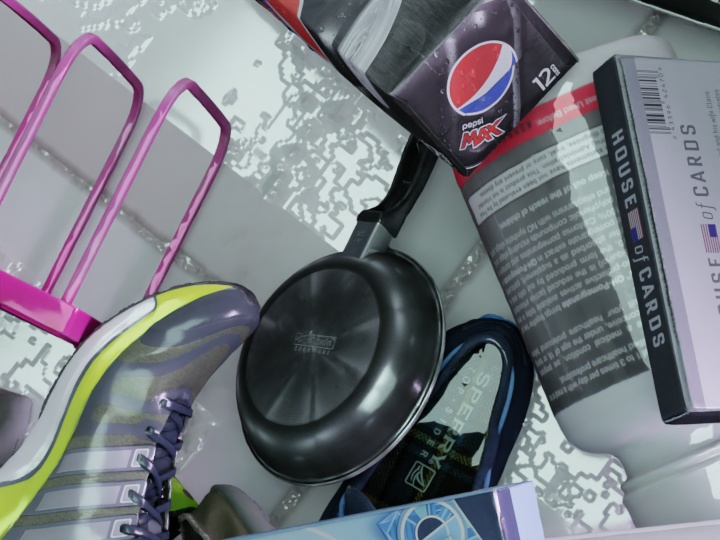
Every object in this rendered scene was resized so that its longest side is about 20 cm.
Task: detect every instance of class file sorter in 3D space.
[{"bbox_3d":[-0.174,-0.059,0.942,0.199,0.139,0.126,25,84,9],"label":"file sorter"}]

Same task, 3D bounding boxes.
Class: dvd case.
[{"bbox_3d":[0.195,-0.013,0.880,0.199,0.025,0.151,0,71,-29],"label":"dvd case"}]

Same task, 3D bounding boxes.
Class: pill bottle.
[{"bbox_3d":[0.121,0.011,0.910,0.110,0.111,0.201,-23,81,4],"label":"pill bottle"}]

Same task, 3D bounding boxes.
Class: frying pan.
[{"bbox_3d":[0.009,0.008,0.937,0.190,0.031,0.115,-55,44,2],"label":"frying pan"}]

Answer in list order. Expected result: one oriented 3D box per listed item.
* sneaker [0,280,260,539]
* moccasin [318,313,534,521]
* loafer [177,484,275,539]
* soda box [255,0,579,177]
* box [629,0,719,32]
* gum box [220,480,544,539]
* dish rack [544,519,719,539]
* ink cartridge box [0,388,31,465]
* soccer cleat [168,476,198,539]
[{"bbox_3d":[-0.102,0.092,0.892,0.081,0.074,0.200,40,95,22],"label":"sneaker"},{"bbox_3d":[0.013,0.109,0.933,0.080,0.068,0.201,21,89,8],"label":"moccasin"},{"bbox_3d":[-0.052,0.184,0.874,0.069,0.075,0.201,-10,64,-9],"label":"loafer"},{"bbox_3d":[0.002,-0.122,0.910,0.071,0.063,0.200,-46,43,0],"label":"soda box"},{"bbox_3d":[0.120,-0.200,0.918,0.199,0.049,0.160,20,127,10],"label":"box"},{"bbox_3d":[-0.016,0.180,0.790,0.199,0.045,0.171,-14,84,24],"label":"gum box"},{"bbox_3d":[0.117,0.135,0.870,0.199,0.172,0.044,-7,66,3],"label":"dish rack"},{"bbox_3d":[-0.244,0.069,0.903,0.145,0.200,0.088,18,87,8],"label":"ink cartridge box"},{"bbox_3d":[-0.145,0.168,0.941,0.081,0.067,0.200,31,87,39],"label":"soccer cleat"}]
